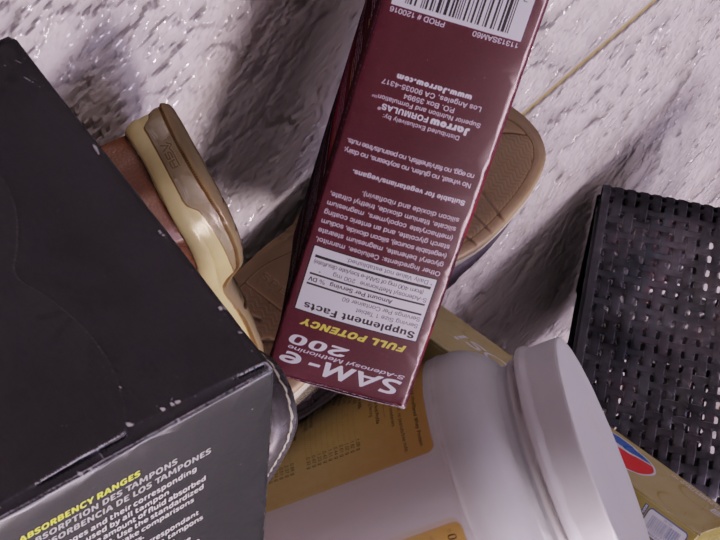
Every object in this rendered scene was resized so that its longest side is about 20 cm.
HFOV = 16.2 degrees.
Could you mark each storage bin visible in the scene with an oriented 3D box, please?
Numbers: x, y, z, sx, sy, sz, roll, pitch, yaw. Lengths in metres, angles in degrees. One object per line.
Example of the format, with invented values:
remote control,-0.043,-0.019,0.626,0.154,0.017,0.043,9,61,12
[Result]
storage bin,0.154,0.070,1.370,0.135,0.093,0.200,97,6,-53

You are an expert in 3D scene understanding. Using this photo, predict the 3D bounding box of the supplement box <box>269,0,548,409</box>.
supplement box,0.021,-0.061,0.964,0.109,0.061,0.201,-81,-172,-58

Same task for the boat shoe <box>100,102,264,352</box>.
boat shoe,-0.081,0.007,0.938,0.067,0.072,0.200,-27,159,-8

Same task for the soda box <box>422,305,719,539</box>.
soda box,0.075,0.089,1.200,0.064,0.200,0.068,-59,159,14

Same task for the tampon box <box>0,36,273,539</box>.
tampon box,-0.121,0.062,0.783,0.126,0.150,0.200,-27,149,-23

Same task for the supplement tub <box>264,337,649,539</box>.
supplement tub,0.016,0.121,1.100,0.199,0.145,0.145,-21,162,11

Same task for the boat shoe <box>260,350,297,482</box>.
boat shoe,-0.067,0.069,0.920,0.066,0.072,0.201,-14,164,-32

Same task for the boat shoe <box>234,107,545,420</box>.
boat shoe,0.000,0.000,1.094,0.200,0.072,0.065,-44,167,-25
